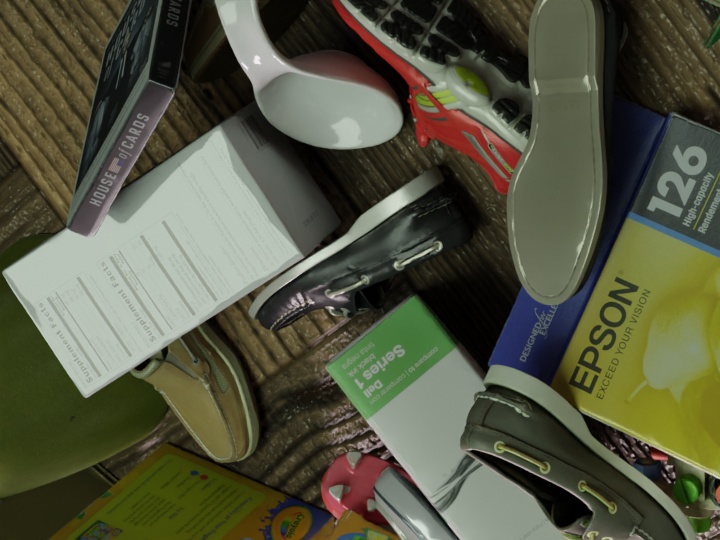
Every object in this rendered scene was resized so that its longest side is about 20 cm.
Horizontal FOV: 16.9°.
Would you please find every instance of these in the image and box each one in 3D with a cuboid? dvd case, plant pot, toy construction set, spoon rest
[{"bbox_3d":[-0.152,-0.141,1.668,0.025,0.201,0.151,21,132,-16],"label":"dvd case"},{"bbox_3d":[-0.277,0.099,1.872,0.186,0.200,0.189,16,123,27],"label":"plant pot"},{"bbox_3d":[0.201,0.098,1.608,0.130,0.092,0.202,3,120,21],"label":"toy construction set"},{"bbox_3d":[-0.042,-0.136,1.624,0.099,0.061,0.200,-7,144,28],"label":"spoon rest"}]

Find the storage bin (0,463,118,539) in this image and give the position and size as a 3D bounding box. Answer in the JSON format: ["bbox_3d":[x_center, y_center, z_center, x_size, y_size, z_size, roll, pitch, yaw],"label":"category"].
[{"bbox_3d":[-0.302,0.213,1.952,0.198,0.200,0.094,38,129,12],"label":"storage bin"}]

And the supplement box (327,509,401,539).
[{"bbox_3d":[0.011,0.266,1.808,0.066,0.069,0.201,22,145,24],"label":"supplement box"}]

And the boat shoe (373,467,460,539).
[{"bbox_3d":[0.065,0.231,1.707,0.066,0.072,0.200,-39,100,2],"label":"boat shoe"}]

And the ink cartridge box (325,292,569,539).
[{"bbox_3d":[0.069,0.117,1.668,0.084,0.146,0.200,-38,89,1],"label":"ink cartridge box"}]

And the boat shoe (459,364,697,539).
[{"bbox_3d":[0.139,0.139,1.552,0.202,0.061,0.072,42,160,-28],"label":"boat shoe"}]

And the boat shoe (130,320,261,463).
[{"bbox_3d":[-0.146,0.066,1.845,0.071,0.076,0.201,-20,102,40],"label":"boat shoe"}]

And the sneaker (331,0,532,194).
[{"bbox_3d":[0.048,-0.123,1.609,0.200,0.077,0.085,43,136,8],"label":"sneaker"}]

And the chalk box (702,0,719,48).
[{"bbox_3d":[0.243,-0.218,1.387,0.123,0.124,0.201,26,127,22],"label":"chalk box"}]

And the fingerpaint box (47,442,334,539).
[{"bbox_3d":[-0.141,0.235,1.851,0.166,0.200,0.074,20,126,24],"label":"fingerpaint box"}]

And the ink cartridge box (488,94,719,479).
[{"bbox_3d":[0.199,0.009,1.526,0.199,0.047,0.199,24,90,20],"label":"ink cartridge box"}]

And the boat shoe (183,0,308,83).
[{"bbox_3d":[-0.071,-0.209,1.654,0.067,0.074,0.200,53,131,16],"label":"boat shoe"}]

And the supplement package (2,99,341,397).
[{"bbox_3d":[-0.133,-0.016,1.724,0.199,0.114,0.110,-32,94,18],"label":"supplement package"}]

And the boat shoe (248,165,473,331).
[{"bbox_3d":[0.000,0.000,1.713,0.200,0.074,0.061,-36,87,33],"label":"boat shoe"}]

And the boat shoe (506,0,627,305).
[{"bbox_3d":[0.140,-0.079,1.534,0.072,0.062,0.202,7,95,39],"label":"boat shoe"}]

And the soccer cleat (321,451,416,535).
[{"bbox_3d":[0.061,0.195,1.790,0.199,0.067,0.077,26,165,11],"label":"soccer cleat"}]
